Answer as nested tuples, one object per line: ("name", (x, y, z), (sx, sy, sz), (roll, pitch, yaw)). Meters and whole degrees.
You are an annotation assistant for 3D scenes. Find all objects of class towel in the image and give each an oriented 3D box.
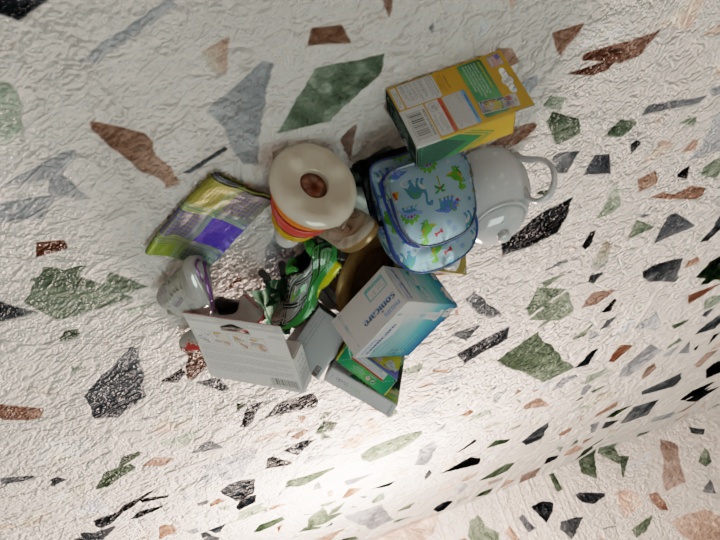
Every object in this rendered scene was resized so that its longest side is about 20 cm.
("towel", (-0.244, -0.077, 1.396), (0.199, 0.023, 0.142), (-41, 147, 23))

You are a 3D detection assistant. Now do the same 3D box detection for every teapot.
("teapot", (0.239, -0.117, 1.564), (0.193, 0.148, 0.202), (-14, 147, -18))

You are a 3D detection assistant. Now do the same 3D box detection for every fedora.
("fedora", (0.000, 0.000, 1.599), (0.199, 0.081, 0.205), (-33, 134, -41))

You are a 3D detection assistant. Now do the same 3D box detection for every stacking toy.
("stacking toy", (-0.102, -0.096, 1.387), (0.143, 0.149, 0.200), (-7, 158, -27))

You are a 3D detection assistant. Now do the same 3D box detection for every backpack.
("backpack", (0.105, -0.102, 1.402), (0.179, 0.147, 0.204), (-19, 105, -10))

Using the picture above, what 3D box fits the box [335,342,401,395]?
("box", (0.024, 0.142, 1.624), (0.116, 0.201, 0.049), (36, 110, -8))

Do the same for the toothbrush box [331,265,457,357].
("toothbrush box", (0.064, 0.078, 1.542), (0.147, 0.086, 0.199), (-47, 156, 21))

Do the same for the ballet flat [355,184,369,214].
("ballet flat", (0.060, -0.106, 1.529), (0.197, 0.070, 0.069), (10, 135, -44))

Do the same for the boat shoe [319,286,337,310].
("boat shoe", (-0.037, 0.039, 1.685), (0.065, 0.074, 0.199), (-37, 157, 11))

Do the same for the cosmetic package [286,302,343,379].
("cosmetic package", (-0.083, 0.127, 1.632), (0.114, 0.080, 0.200), (-55, -175, -3))

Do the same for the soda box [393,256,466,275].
("soda box", (0.136, -0.029, 1.641), (0.063, 0.070, 0.199), (-3, 175, 30))

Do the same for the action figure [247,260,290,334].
("action figure", (-0.154, 0.064, 1.641), (0.116, 0.055, 0.202), (-20, 145, -13))

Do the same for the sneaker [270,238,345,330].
("sneaker", (-0.111, 0.020, 1.537), (0.084, 0.079, 0.202), (21, 116, -27))

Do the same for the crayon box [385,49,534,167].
("crayon box", (0.152, -0.250, 1.319), (0.196, 0.127, 0.052), (-20, 150, -7))

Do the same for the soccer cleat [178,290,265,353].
("soccer cleat", (-0.267, 0.092, 1.587), (0.197, 0.069, 0.086), (-18, 122, 27))

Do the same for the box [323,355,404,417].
("box", (0.012, 0.184, 1.640), (0.142, 0.201, 0.037), (30, 114, -6))

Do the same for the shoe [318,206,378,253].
("shoe", (-0.038, -0.076, 1.412), (0.053, 0.199, 0.071), (39, 79, -29))

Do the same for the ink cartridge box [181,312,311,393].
("ink cartridge box", (-0.196, 0.131, 1.504), (0.196, 0.045, 0.179), (7, 136, 22))

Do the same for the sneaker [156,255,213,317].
("sneaker", (-0.299, 0.038, 1.456), (0.097, 0.076, 0.201), (-7, 157, -11))
